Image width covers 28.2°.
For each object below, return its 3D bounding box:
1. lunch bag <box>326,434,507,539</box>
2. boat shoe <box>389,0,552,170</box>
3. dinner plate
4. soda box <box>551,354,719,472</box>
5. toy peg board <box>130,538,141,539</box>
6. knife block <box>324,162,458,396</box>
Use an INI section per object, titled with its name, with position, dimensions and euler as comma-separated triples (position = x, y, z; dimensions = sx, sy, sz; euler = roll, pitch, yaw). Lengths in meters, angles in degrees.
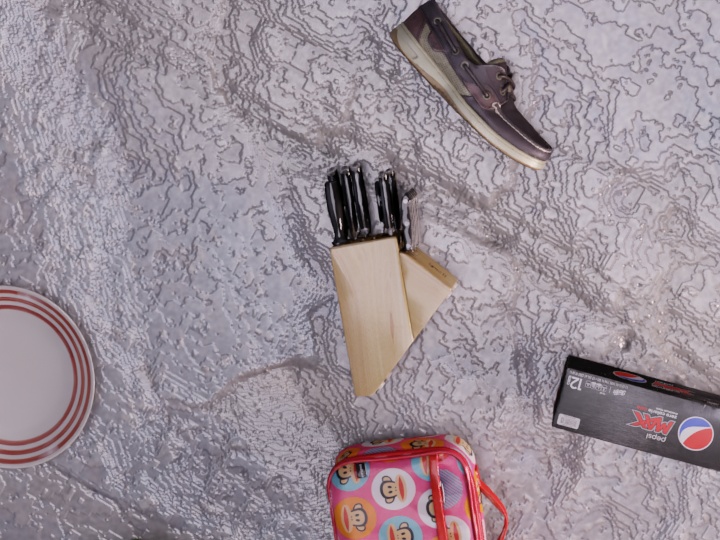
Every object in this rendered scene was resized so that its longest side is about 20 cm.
[lunch bag]
position = 0.064, 0.270, 1.464
dimensions = 0.176, 0.082, 0.200
euler = -8, 98, 7
[boat shoe]
position = 0.116, -0.181, 1.391
dimensions = 0.200, 0.072, 0.065
euler = 45, 108, 7
[dinner plate]
position = -0.379, 0.114, 1.546
dimensions = 0.200, 0.024, 0.200
euler = 2, 99, 9
[soda box]
position = 0.291, 0.143, 1.405
dimensions = 0.200, 0.071, 0.063
euler = 15, 99, 7
[toy peg board]
position = -0.224, 0.401, 1.537
dimensions = 0.199, 0.098, 0.200
euler = 33, 103, -12
[knife block]
position = 0.000, 0.000, 1.441
dimensions = 0.176, 0.064, 0.200
euler = 36, 103, 4
